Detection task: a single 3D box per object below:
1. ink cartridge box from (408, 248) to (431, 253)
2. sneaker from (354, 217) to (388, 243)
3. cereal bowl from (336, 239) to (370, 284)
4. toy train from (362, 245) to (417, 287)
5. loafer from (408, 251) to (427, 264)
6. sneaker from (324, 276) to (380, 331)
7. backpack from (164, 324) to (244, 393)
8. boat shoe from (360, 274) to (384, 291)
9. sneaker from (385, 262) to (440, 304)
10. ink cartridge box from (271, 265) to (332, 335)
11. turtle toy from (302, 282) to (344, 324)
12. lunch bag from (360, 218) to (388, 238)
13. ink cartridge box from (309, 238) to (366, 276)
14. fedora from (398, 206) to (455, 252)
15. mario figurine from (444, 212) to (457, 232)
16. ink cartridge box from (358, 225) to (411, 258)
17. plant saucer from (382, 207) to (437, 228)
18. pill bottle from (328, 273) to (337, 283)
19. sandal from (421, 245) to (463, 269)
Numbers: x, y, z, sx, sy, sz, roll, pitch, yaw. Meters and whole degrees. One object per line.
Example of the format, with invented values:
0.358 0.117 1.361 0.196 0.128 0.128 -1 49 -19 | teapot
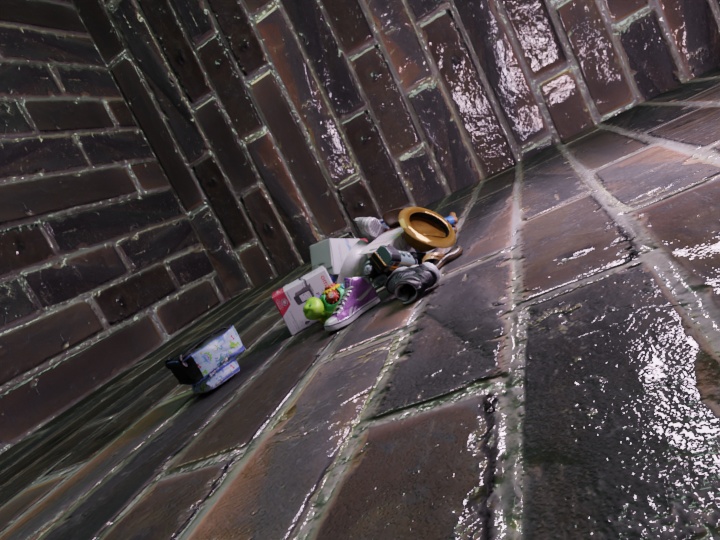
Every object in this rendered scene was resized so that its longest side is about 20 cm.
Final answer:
0.163 -0.066 1.914 0.199 0.084 0.146 -33 11 -37 | ink cartridge box
0.042 -0.133 1.833 0.081 0.200 0.075 21 73 29 | sneaker
0.000 0.000 1.829 0.201 0.083 0.201 -58 -16 -28 | cereal bowl
0.092 -0.012 1.562 0.199 0.086 0.114 8 -50 -52 | toy train
0.137 -0.024 1.736 0.070 0.069 0.199 17 -22 -38 | loafer
-0.044 0.086 1.528 0.200 0.115 0.072 -34 12 -34 | sneaker
-0.444 0.265 1.586 0.200 0.148 0.182 -38 12 -37 | backpack
0.026 0.046 1.728 0.198 0.068 0.072 -24 9 5 | boat shoe
0.114 0.042 1.428 0.114 0.076 0.199 -37 10 -39 | sneaker
-0.172 0.097 1.754 0.198 0.146 0.083 -28 10 -5 | ink cartridge box
-0.089 0.100 1.627 0.199 0.102 0.145 -33 10 -38 | turtle toy
0.102 -0.128 2.188 0.199 0.172 0.123 -20 7 44 | lunch bag
-0.079 -0.043 2.114 0.198 0.147 0.145 -3 -9 -42 | ink cartridge box
0.202 -0.117 1.686 0.200 0.200 0.082 -35 -21 -46 | fedora
0.264 -0.175 2.033 0.197 0.125 0.106 -9 -4 -9 | mario figurine
0.095 -0.077 1.738 0.116 0.068 0.200 -10 21 44 | ink cartridge box
0.172 -0.164 1.824 0.198 0.037 0.201 2 -13 0 | plant saucer
-0.130 0.071 1.909 0.111 0.113 0.200 -26 8 6 | pill bottle
0.227 -0.035 1.609 0.199 0.055 0.082 -30 9 -21 | sandal
